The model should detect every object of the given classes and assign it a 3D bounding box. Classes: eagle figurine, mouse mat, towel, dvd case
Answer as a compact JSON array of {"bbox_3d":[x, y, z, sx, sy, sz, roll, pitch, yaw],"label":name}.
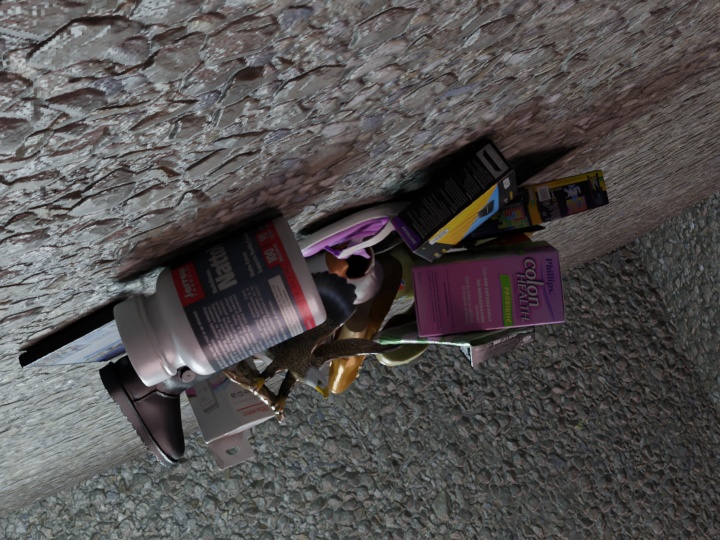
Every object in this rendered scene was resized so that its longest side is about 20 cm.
[{"bbox_3d":[-0.061,0.106,1.258,0.200,0.151,0.152,-43,168,1],"label":"eagle figurine"},{"bbox_3d":[0.174,-0.051,1.447,0.197,0.008,0.161,-10,-175,3],"label":"mouse mat"},{"bbox_3d":[0.125,0.089,1.356,0.151,0.024,0.198,-11,-173,-44],"label":"towel"},{"bbox_3d":[-0.293,0.075,1.131,0.141,0.018,0.200,-26,172,10],"label":"dvd case"}]

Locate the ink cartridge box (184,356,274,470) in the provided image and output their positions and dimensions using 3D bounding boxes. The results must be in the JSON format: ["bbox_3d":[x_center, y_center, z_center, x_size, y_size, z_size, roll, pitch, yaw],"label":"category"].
[{"bbox_3d":[-0.194,0.176,1.385,0.067,0.202,0.116,-27,171,20],"label":"ink cartridge box"}]

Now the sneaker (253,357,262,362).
[{"bbox_3d":[-0.151,0.122,1.616,0.198,0.072,0.112,-21,167,-40],"label":"sneaker"}]

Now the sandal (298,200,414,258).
[{"bbox_3d":[0.009,-0.043,1.164,0.201,0.050,0.082,-20,170,-40],"label":"sandal"}]

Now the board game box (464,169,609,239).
[{"bbox_3d":[0.236,-0.091,1.365,0.164,0.058,0.198,-13,-179,43],"label":"board game box"}]

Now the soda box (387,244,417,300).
[{"bbox_3d":[0.098,0.001,1.580,0.064,0.068,0.199,-39,167,19],"label":"soda box"}]

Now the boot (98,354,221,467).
[{"bbox_3d":[-0.234,0.160,1.286,0.166,0.077,0.202,-29,128,-6],"label":"boot"}]

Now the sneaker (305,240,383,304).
[{"bbox_3d":[0.000,0.000,1.315,0.084,0.074,0.199,-26,170,24],"label":"sneaker"}]

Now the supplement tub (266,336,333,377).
[{"bbox_3d":[-0.100,0.097,1.443,0.121,0.124,0.200,-24,172,-6],"label":"supplement tub"}]

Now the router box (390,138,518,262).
[{"bbox_3d":[0.121,-0.079,1.169,0.149,0.051,0.200,-39,171,7],"label":"router box"}]

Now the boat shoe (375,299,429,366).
[{"bbox_3d":[0.072,0.100,1.491,0.063,0.073,0.201,-55,177,35],"label":"boat shoe"}]

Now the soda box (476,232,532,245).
[{"bbox_3d":[0.204,0.005,1.586,0.202,0.067,0.064,-61,161,14],"label":"soda box"}]

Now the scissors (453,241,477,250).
[{"bbox_3d":[0.165,-0.042,1.451,0.072,0.014,0.200,-8,-177,-16],"label":"scissors"}]

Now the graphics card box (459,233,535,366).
[{"bbox_3d":[0.214,0.045,1.518,0.124,0.051,0.202,-21,126,-15],"label":"graphics card box"}]

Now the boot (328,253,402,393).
[{"bbox_3d":[-0.001,0.079,1.455,0.202,0.070,0.145,-61,173,-46],"label":"boot"}]

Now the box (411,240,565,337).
[{"bbox_3d":[0.176,0.023,1.340,0.196,0.098,0.176,-7,-175,6],"label":"box"}]

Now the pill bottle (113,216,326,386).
[{"bbox_3d":[-0.145,0.037,0.985,0.198,0.121,0.120,-24,171,-5],"label":"pill bottle"}]
